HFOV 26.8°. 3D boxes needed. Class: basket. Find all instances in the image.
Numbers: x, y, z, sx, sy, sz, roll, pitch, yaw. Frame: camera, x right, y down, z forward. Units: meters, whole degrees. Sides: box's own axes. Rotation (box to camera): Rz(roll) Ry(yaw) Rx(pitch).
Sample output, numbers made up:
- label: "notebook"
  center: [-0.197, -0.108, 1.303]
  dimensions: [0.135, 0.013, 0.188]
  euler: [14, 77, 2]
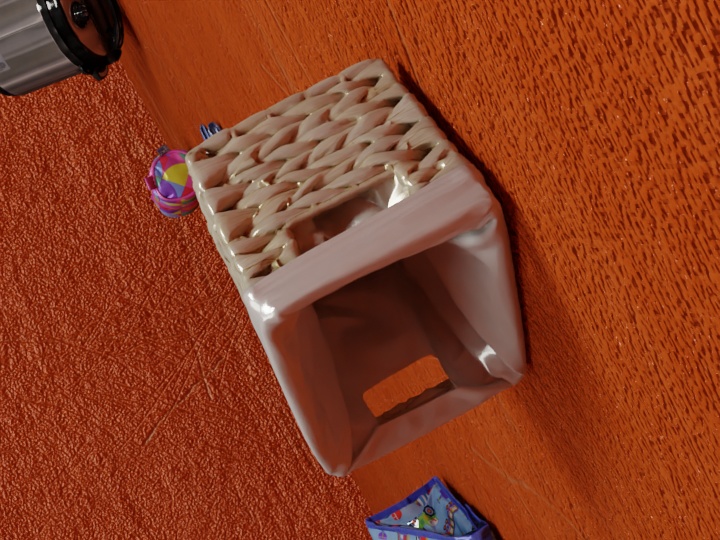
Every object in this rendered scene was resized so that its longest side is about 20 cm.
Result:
- label: "basket"
  center: [0.000, 0.000, 0.819]
  dimensions: [0.124, 0.135, 0.200]
  euler: [60, 173, 30]

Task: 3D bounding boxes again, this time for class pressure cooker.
- label: "pressure cooker"
  center: [-0.422, -0.341, 2.048]
  dimensions: [0.176, 0.199, 0.180]
  euler: [33, -137, -62]

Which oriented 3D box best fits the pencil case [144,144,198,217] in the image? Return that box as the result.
- label: "pencil case"
  center: [-0.279, -0.130, 2.269]
  dimensions: [0.089, 0.088, 0.200]
  euler: [59, 173, 3]

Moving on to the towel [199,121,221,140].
- label: "towel"
  center: [-0.126, -0.070, 1.744]
  dimensions: [0.201, 0.024, 0.147]
  euler: [61, 175, 8]

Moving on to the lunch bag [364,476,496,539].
- label: "lunch bag"
  center: [0.105, 0.298, 1.435]
  dimensions: [0.151, 0.094, 0.200]
  euler: [64, 162, -12]
